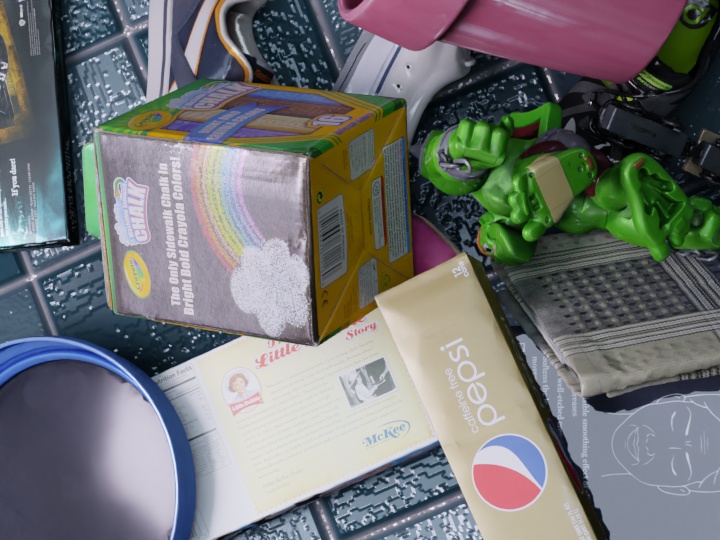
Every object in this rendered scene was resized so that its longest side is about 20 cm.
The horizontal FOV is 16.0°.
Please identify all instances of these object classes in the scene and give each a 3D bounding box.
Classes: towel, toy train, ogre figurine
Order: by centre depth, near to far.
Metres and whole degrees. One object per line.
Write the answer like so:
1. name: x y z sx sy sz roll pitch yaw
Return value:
1. ogre figurine: 0.118 -0.051 1.551 0.199 0.120 0.099 -5 97 -29
2. towel: 0.192 0.020 1.564 0.199 0.193 0.035 -9 118 -11
3. toy train: 0.236 -0.064 1.616 0.199 0.046 0.034 21 98 -18

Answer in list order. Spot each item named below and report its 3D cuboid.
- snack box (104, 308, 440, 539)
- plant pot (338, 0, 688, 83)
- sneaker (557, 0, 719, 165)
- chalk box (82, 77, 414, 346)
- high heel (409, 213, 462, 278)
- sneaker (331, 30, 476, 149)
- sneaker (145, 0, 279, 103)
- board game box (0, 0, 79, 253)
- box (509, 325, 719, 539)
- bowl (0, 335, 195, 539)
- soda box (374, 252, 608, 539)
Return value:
1. snack box: -0.055 0.098 1.681 0.199 0.037 0.117 -24 80 6
2. plant pot: 0.107 -0.207 1.560 0.178 0.200 0.201 24 88 -12
3. sneaker: 0.173 -0.118 1.644 0.071 0.083 0.200 38 93 10
4. chalk box: -0.082 -0.042 1.581 0.199 0.124 0.125 10 113 30
5. high heel: 0.000 0.000 1.643 0.096 0.067 0.200 -46 51 -8
6. sneaker: 0.045 -0.158 1.685 0.071 0.073 0.201 30 89 -14
7. sneaker: -0.098 -0.099 1.688 0.079 0.078 0.202 -2 82 15
8. board game box: -0.265 -0.110 1.741 0.134 0.028 0.202 -6 84 9
9. box: 0.182 0.112 1.607 0.198 0.107 0.150 0 84 10
10. bowl: -0.197 0.143 1.675 0.199 0.039 0.202 0 89 24
11. soda box: 0.081 0.093 1.537 0.064 0.068 0.201 -26 80 7
